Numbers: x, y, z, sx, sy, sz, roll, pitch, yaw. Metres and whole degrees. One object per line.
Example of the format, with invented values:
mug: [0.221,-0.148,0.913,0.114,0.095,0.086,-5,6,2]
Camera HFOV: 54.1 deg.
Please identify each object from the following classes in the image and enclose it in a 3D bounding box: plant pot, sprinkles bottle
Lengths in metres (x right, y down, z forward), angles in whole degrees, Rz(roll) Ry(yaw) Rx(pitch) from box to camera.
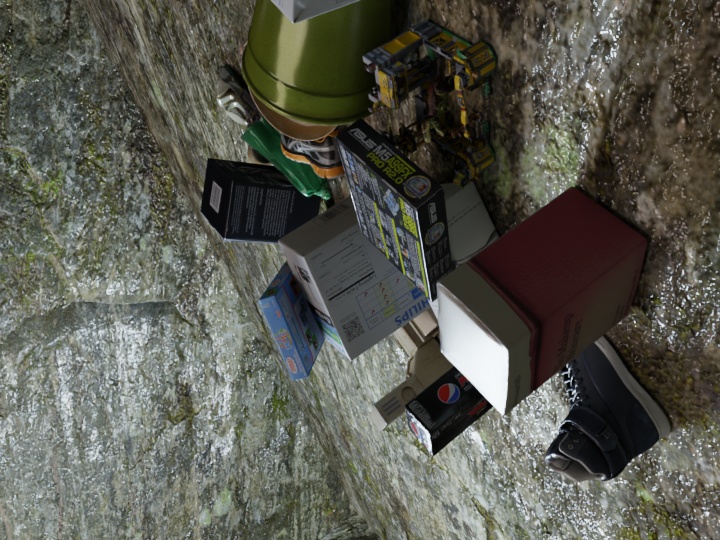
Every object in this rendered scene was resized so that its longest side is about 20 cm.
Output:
plant pot: [-0.098,-0.307,1.113,0.196,0.027,0.205,17,126,25]
sprinkles bottle: [-0.193,-0.271,1.483,0.069,0.067,0.200,58,163,-3]
plant pot: [-0.039,-0.317,0.841,0.201,0.198,0.195,49,149,22]

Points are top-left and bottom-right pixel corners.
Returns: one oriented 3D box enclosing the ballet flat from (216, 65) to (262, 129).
ballet flat: [-0.274,-0.373,1.532,0.201,0.071,0.073,49,161,26]

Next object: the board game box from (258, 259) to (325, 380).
board game box: [-0.107,0.072,1.237,0.201,0.036,0.155,-64,-44,-64]

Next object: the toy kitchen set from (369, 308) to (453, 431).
toy kitchen set: [0.062,0.149,1.313,0.202,0.178,0.164,53,161,13]

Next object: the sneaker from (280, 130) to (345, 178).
sneaker: [-0.081,-0.232,1.259,0.199,0.077,0.079,34,138,45]

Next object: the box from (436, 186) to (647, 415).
box: [0.188,0.030,0.745,0.109,0.198,0.130,43,159,35]

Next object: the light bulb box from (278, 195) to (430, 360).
light bulb box: [0.000,0.000,1.177,0.124,0.195,0.204,29,146,60]

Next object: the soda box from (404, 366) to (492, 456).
soda box: [0.161,0.184,1.068,0.063,0.198,0.072,42,158,38]

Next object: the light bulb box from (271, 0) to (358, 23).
light bulb box: [-0.041,-0.374,0.680,0.201,0.195,0.126,50,151,23]

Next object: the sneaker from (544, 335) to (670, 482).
sneaker: [0.258,0.155,0.859,0.204,0.144,0.077,52,163,21]

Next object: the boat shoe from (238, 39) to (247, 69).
boat shoe: [-0.112,-0.326,1.181,0.199,0.072,0.076,40,126,6]

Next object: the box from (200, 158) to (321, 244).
box: [-0.208,-0.142,1.454,0.200,0.192,0.127,38,119,56]

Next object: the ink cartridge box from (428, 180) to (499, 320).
ink cartridge box: [0.135,-0.016,0.998,0.203,0.083,0.145,62,161,-14]

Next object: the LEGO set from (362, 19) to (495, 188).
LEGO set: [0.076,-0.183,0.828,0.154,0.115,0.202,47,160,29]

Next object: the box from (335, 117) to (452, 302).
box: [0.047,-0.072,0.900,0.160,0.044,0.202,45,164,33]

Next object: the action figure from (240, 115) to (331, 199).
action figure: [-0.125,-0.217,1.365,0.201,0.118,0.055,50,176,-5]
